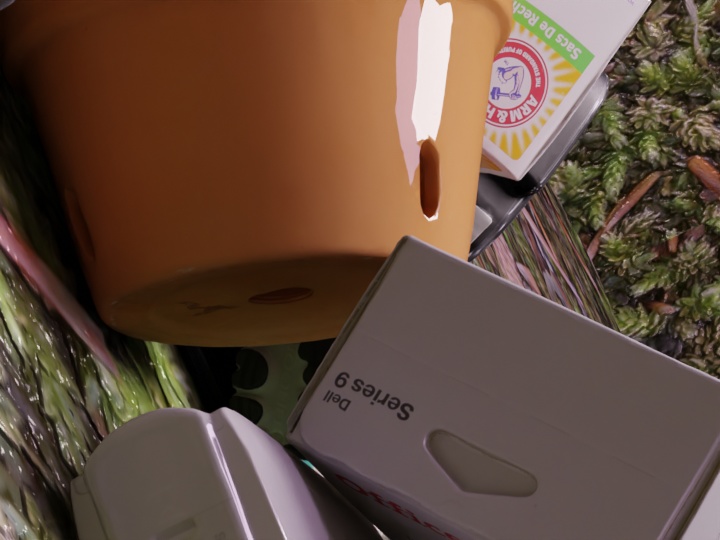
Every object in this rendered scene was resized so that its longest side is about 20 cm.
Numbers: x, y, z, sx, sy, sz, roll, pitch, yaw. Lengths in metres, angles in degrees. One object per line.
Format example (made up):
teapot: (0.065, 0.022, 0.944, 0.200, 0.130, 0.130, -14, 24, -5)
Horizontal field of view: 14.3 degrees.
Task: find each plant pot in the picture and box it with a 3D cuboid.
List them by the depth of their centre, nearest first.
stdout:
plant pot: (-0.035, -0.054, 1.073, 0.200, 0.199, 0.140, 41, 41, -72)

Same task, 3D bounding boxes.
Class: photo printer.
photo printer: (-0.016, 0.144, 0.957, 0.167, 0.069, 0.200, 68, 8, 22)

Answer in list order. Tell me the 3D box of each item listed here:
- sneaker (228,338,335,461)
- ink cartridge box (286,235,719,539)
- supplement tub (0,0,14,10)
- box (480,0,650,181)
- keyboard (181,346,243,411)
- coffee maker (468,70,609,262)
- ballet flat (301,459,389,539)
sneaker: (0.000, 0.000, 1.196, 0.085, 0.077, 0.201, 21, 84, -57)
ink cartridge box: (0.082, 0.085, 0.998, 0.145, 0.088, 0.200, 25, -11, 30)
supplement tub: (-0.140, -0.156, 0.933, 0.107, 0.107, 0.200, 60, 10, -34)
box: (0.010, -0.141, 1.255, 0.200, 0.101, 0.112, 39, -7, -20)
keyboard: (-0.081, -0.021, 1.223, 0.104, 0.040, 0.200, -30, 97, -59)
coffee maker: (0.020, -0.124, 1.376, 0.200, 0.192, 0.135, 41, 8, -20)
ballet flat: (0.003, 0.123, 1.147, 0.200, 0.070, 0.067, 57, 11, -43)
